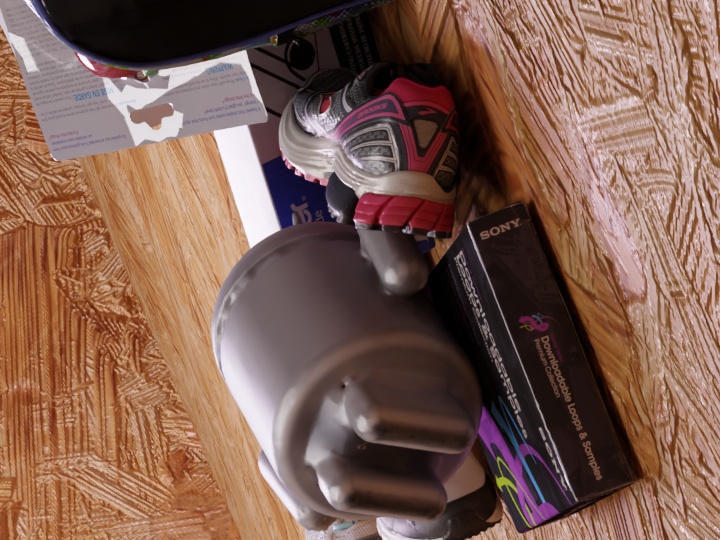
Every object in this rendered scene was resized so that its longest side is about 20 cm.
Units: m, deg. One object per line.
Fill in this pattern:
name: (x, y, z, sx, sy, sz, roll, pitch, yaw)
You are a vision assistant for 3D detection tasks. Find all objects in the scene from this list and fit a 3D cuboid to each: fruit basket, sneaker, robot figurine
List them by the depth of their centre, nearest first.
sneaker: (0.013, -0.073, 1.503, 0.200, 0.080, 0.075, -134, 53, -69)
robot figurine: (-0.009, 0.049, 1.523, 0.170, 0.112, 0.200, -65, 30, 21)
fruit basket: (-0.132, -0.163, 1.551, 0.185, 0.094, 0.201, -8, 109, 47)
sneaker: (0.029, 0.105, 1.793, 0.200, 0.073, 0.080, -130, 23, -65)
sneaker: (-0.017, 0.184, 2.261, 0.200, 0.077, 0.087, -156, 49, -78)

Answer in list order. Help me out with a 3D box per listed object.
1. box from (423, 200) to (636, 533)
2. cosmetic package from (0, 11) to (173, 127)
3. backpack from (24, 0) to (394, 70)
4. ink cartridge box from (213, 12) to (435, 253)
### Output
box: (0.079, 0.053, 1.475, 0.200, 0.036, 0.144, 121, 127, -78)
cosmetic package: (-0.161, -0.217, 1.906, 0.168, 0.166, 0.201, 82, 164, -55)
backpack: (-0.068, -0.183, 1.289, 0.147, 0.199, 0.184, -138, 28, -72)
ink cartridge box: (-0.032, -0.087, 1.617, 0.044, 0.094, 0.201, 13, 125, 55)
